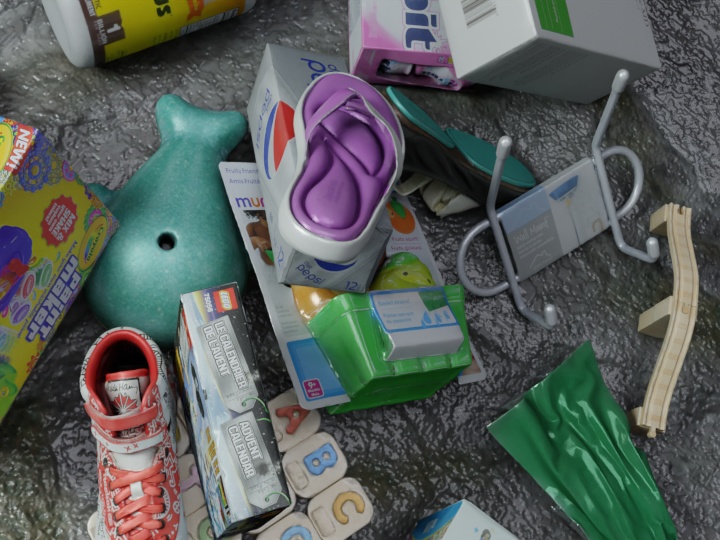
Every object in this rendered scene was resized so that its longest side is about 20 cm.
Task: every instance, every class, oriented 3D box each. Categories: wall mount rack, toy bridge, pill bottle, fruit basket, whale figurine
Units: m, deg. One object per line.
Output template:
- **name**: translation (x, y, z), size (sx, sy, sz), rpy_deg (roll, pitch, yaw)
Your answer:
- **wall mount rack**: translation (0.165, -0.059, 0.899), size (0.198, 0.074, 0.176), rpy_deg (-30, 117, -18)
- **toy bridge**: translation (0.253, 0.039, 0.925), size (0.027, 0.067, 0.203), rpy_deg (15, 71, -7)
- **pill bottle**: translation (-0.155, -0.244, 0.899), size (0.197, 0.109, 0.111), rpy_deg (-24, 80, -17)
- **fruit basket**: translation (0.000, 0.000, 0.850), size (0.183, 0.093, 0.203), rpy_deg (-2, 67, -40)
- **whale figurine**: translation (-0.138, -0.042, 0.847), size (0.156, 0.104, 0.204), rpy_deg (15, 73, -7)

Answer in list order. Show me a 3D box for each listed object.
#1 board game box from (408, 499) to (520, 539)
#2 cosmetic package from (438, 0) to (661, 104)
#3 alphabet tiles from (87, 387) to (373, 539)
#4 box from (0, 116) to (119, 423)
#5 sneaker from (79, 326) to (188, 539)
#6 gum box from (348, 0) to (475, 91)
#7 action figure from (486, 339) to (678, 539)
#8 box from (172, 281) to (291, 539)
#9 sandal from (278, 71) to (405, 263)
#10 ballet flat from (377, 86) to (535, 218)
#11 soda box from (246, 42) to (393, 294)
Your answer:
- **board game box**: translation (0.029, 0.267, 0.771), size (0.064, 0.148, 0.201), rpy_deg (34, 70, 3)
- **cosmetic package**: translation (0.154, -0.208, 0.916), size (0.198, 0.084, 0.110), rpy_deg (-3, 76, -48)
- **alphabet tiles**: translation (-0.094, 0.185, 0.839), size (0.194, 0.015, 0.202), rpy_deg (-29, 81, -18)
- **box**: translation (-0.305, -0.004, 0.753), size (0.190, 0.122, 0.202), rpy_deg (18, 69, 25)
- **sneaker**: translation (-0.155, 0.140, 0.759), size (0.066, 0.109, 0.204), rpy_deg (-6, 59, -2)
- **gum box**: translation (0.048, -0.254, 0.966), size (0.111, 0.066, 0.204), rpy_deg (2, 73, -10)
- **action figure**: translation (0.190, 0.172, 0.880), size (0.117, 0.055, 0.202), rpy_deg (-34, 90, -20)
- **box**: translation (-0.091, 0.103, 0.749), size (0.039, 0.200, 0.139), rpy_deg (-13, 77, -14)
- **sandal**: translation (-0.005, -0.081, 0.742), size (0.081, 0.050, 0.204), rpy_deg (18, 40, -10)
- **ballet flat**: translation (0.061, -0.087, 0.905), size (0.198, 0.069, 0.068), rpy_deg (22, 29, -43)
- **soda box**: translation (-0.034, -0.078, 0.814), size (0.067, 0.064, 0.202), rpy_deg (7, 43, -21)
